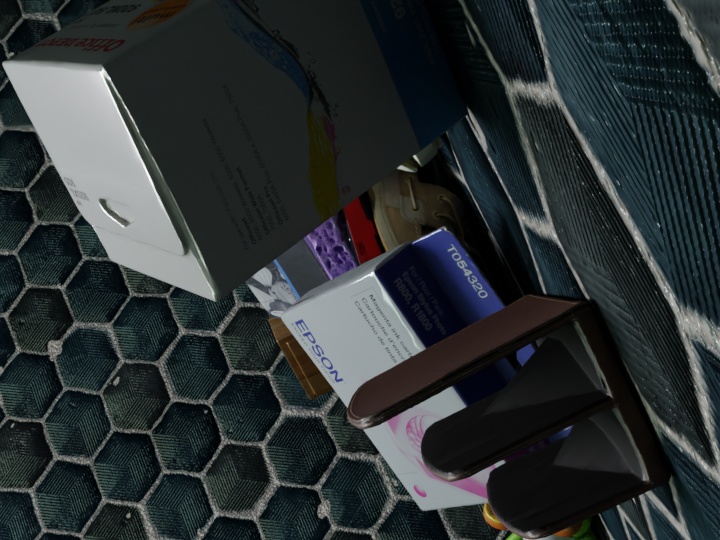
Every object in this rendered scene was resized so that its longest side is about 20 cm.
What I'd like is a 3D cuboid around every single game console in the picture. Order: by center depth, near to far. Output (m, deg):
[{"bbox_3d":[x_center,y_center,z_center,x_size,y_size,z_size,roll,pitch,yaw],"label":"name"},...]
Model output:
[{"bbox_3d":[0.031,0.014,1.059,0.178,0.031,0.200,68,-172,30],"label":"game console"}]

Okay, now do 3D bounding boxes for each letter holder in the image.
[{"bbox_3d":[0.073,0.091,0.722,0.200,0.141,0.102,166,78,-90],"label":"letter holder"}]

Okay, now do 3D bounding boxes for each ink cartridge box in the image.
[{"bbox_3d":[-0.072,-0.105,0.730,0.147,0.199,0.146,13,135,53],"label":"ink cartridge box"},{"bbox_3d":[0.052,0.081,0.901,0.197,0.043,0.199,54,148,-6],"label":"ink cartridge box"},{"bbox_3d":[-0.077,-0.030,1.095,0.201,0.098,0.039,58,-136,-41],"label":"ink cartridge box"}]

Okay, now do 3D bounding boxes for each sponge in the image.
[{"bbox_3d":[0.000,0.000,1.070,0.112,0.030,0.201,-93,-21,-58],"label":"sponge"}]

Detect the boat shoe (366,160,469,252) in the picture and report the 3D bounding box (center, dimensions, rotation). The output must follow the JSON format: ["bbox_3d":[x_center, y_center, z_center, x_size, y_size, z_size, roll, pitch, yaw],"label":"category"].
[{"bbox_3d":[0.051,-0.041,1.003,0.074,0.069,0.201,56,-169,-42],"label":"boat shoe"}]

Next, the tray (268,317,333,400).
[{"bbox_3d":[0.020,0.046,1.219,0.037,0.198,0.099,63,179,45],"label":"tray"}]

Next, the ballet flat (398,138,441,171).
[{"bbox_3d":[0.026,-0.108,0.906,0.067,0.068,0.200,43,176,13],"label":"ballet flat"}]

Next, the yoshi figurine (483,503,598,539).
[{"bbox_3d":[0.174,0.261,1.155,0.113,0.111,0.200,56,178,35],"label":"yoshi figurine"}]

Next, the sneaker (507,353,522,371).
[{"bbox_3d":[0.103,0.071,1.021,0.078,0.070,0.200,57,-176,-21],"label":"sneaker"}]
